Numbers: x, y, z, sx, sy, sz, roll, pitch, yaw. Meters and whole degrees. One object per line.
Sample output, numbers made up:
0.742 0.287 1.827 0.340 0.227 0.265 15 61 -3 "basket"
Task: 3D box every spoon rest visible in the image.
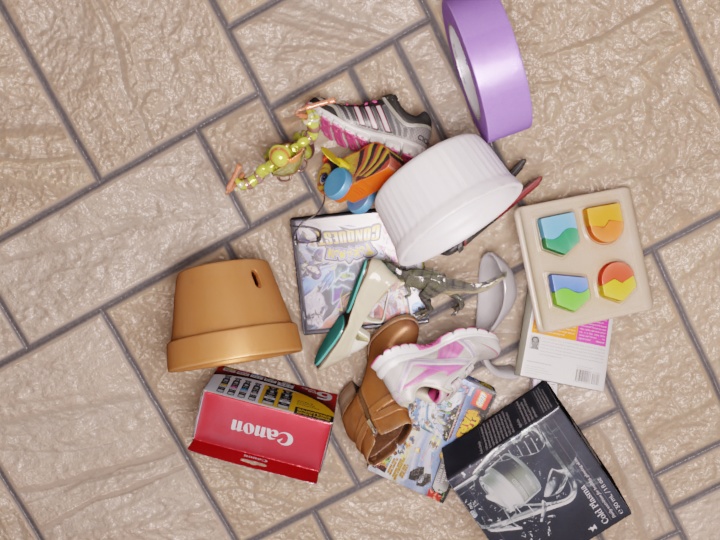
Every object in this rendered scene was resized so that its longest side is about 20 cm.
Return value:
0.203 0.071 1.254 0.060 0.099 0.202 -11 108 -12 "spoon rest"

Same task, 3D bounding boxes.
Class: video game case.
0.000 0.000 1.276 0.197 0.026 0.183 -6 100 2 "video game case"

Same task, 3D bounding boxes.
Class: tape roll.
0.172 -0.280 1.134 0.065 0.200 0.202 -19 99 5 "tape roll"

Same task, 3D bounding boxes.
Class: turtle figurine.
-0.099 -0.168 1.180 0.200 0.161 0.064 -42 96 8 "turtle figurine"

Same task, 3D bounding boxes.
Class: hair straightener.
0.177 -0.099 1.255 0.200 0.041 0.077 -42 82 13 "hair straightener"

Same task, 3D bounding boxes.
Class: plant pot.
-0.193 0.065 1.220 0.198 0.200 0.142 -10 83 3 "plant pot"

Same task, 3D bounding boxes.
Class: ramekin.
0.115 -0.100 1.152 0.199 0.200 0.098 -33 78 7 "ramekin"

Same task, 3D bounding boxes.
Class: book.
0.312 0.069 1.242 0.132 0.048 0.202 12 83 -6 "book"

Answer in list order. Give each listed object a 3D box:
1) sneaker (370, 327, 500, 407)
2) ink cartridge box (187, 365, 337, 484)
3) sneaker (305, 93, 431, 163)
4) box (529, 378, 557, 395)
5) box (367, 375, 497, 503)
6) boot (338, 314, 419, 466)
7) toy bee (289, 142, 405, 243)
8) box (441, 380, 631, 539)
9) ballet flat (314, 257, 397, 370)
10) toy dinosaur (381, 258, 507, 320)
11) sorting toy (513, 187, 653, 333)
0.116 0.144 1.187 0.198 0.082 0.089 -14 69 -18 "sneaker"
-0.141 0.226 1.243 0.198 0.176 0.085 14 100 -2 "ink cartridge box"
0.018 -0.221 1.216 0.198 0.074 0.088 22 78 11 "sneaker"
0.286 0.244 1.305 0.038 0.041 0.203 -1 101 1 "box"
0.111 0.249 1.309 0.136 0.040 0.202 25 100 -2 "box"
0.047 0.179 1.236 0.073 0.155 0.201 24 106 -26 "boot"
-0.027 -0.138 1.204 0.198 0.131 0.110 -17 55 15 "toy bee"
0.256 0.311 1.236 0.196 0.124 0.201 -35 98 9 "box"
-0.003 0.077 1.237 0.069 0.070 0.201 26 113 -3 "ballet flat"
0.116 0.030 1.229 0.198 0.048 0.089 6 132 16 "toy dinosaur"
0.332 -0.017 1.215 0.198 0.036 0.187 -11 88 -14 "sorting toy"
